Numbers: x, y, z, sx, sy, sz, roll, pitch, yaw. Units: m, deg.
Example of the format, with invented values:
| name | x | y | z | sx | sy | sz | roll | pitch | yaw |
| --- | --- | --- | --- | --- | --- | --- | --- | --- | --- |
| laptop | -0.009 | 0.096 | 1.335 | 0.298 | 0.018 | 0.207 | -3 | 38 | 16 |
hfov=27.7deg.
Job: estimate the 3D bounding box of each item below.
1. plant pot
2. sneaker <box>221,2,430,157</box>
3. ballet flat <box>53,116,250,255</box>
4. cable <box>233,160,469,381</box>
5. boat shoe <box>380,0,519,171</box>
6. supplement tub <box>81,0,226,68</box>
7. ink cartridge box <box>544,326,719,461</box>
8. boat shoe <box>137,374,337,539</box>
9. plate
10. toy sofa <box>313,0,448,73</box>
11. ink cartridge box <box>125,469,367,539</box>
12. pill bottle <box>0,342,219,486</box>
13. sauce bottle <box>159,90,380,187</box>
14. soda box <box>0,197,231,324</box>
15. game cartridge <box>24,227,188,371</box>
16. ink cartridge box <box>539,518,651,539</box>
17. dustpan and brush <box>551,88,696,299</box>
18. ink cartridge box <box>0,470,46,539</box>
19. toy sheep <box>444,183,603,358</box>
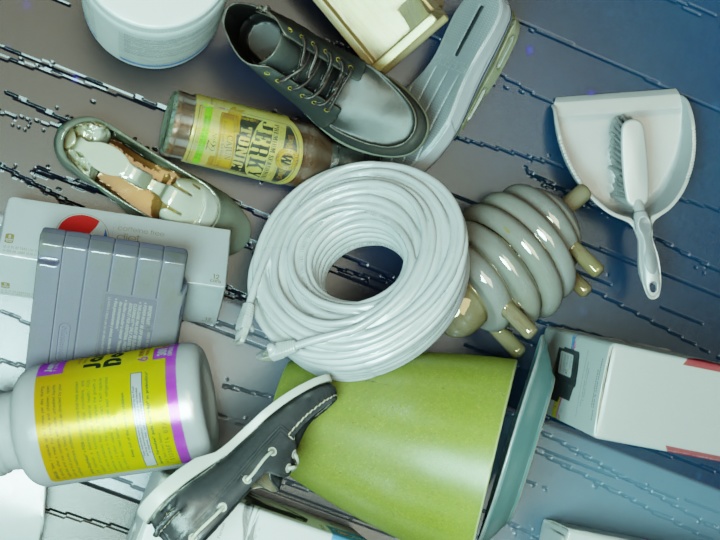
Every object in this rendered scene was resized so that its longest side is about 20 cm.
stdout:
| name | x | y | z | sx | sy | sz | roll | pitch | yaw |
| --- | --- | --- | --- | --- | --- | --- | --- | --- | --- |
| plant pot | 0.022 | 0.147 | 1.302 | 0.199 | 0.187 | 0.188 | 14 | 87 | 7 |
| sneaker | -0.035 | -0.162 | 1.274 | 0.199 | 0.106 | 0.075 | 31 | 96 | 8 |
| ballet flat | -0.188 | -0.072 | 1.314 | 0.199 | 0.064 | 0.068 | 31 | 85 | -8 |
| cable | 0.000 | 0.000 | 1.273 | 0.199 | 0.069 | 0.201 | -3 | 58 | 17 |
| boat shoe | 0.089 | -0.164 | 1.362 | 0.062 | 0.072 | 0.201 | 26 | 98 | -51 |
| supplement tub | -0.176 | -0.250 | 1.250 | 0.131 | 0.200 | 0.133 | 0 | 89 | -10 |
| ink cartridge box | 0.254 | 0.110 | 1.317 | 0.145 | 0.200 | 0.083 | 11 | 90 | -9 |
| boat shoe | -0.088 | 0.159 | 1.194 | 0.200 | 0.074 | 0.060 | -35 | 77 | -30 |
| plate | 0.142 | 0.155 | 1.298 | 0.025 | 0.200 | 0.201 | 17 | 86 | 6 |
| toy sofa | -0.013 | -0.281 | 1.347 | 0.083 | 0.098 | 0.200 | -39 | 96 | 17 |
| ink cartridge box | -0.099 | 0.242 | 1.283 | 0.199 | 0.145 | 0.084 | 20 | 85 | -9 |
| pill bottle | -0.225 | 0.125 | 1.235 | 0.199 | 0.104 | 0.105 | -9 | 91 | 1 |
| sauce bottle | -0.080 | -0.113 | 1.331 | 0.199 | 0.065 | 0.065 | 11 | 87 | -14 |
| soda box | -0.219 | -0.008 | 1.296 | 0.199 | 0.068 | 0.064 | 8 | 56 | -10 |
| game cartridge | -0.224 | 0.059 | 1.273 | 0.129 | 0.038 | 0.201 | 7 | 123 | -13 |
| ink cartridge box | 0.258 | 0.325 | 1.372 | 0.199 | 0.085 | 0.145 | 13 | 87 | -10 |
| dustpan and brush | 0.262 | -0.073 | 1.391 | 0.139 | 0.057 | 0.201 | -5 | 90 | -10 |
| ink cartridge box | -0.362 | 0.237 | 1.289 | 0.162 | 0.057 | 0.201 | 4 | 84 | -10 |
| toy sheep | 0.142 | -0.010 | 1.338 | 0.200 | 0.138 | 0.138 | -39 | 95 | -22 |
